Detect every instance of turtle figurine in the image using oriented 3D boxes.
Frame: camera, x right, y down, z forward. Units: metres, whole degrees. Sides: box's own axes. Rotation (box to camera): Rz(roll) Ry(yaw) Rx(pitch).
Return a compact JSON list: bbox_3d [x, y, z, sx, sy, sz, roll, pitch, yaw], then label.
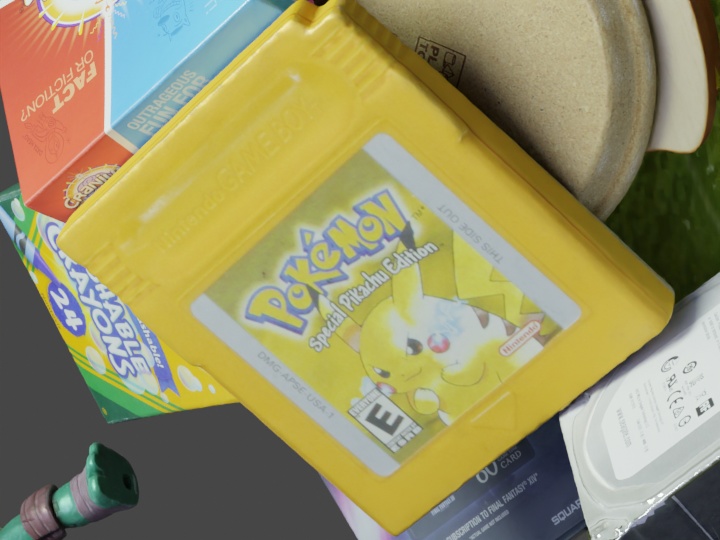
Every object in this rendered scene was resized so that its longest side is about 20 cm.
[{"bbox_3d":[-0.201,0.162,1.438,0.200,0.101,0.150,-19,100,18],"label":"turtle figurine"}]

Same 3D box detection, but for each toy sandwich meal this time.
[{"bbox_3d":[0.052,-0.095,1.200,0.205,0.070,0.205,10,112,27],"label":"toy sandwich meal"}]

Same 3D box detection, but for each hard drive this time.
[{"bbox_3d":[0.170,0.032,1.128,0.200,0.140,0.038,-37,110,13],"label":"hard drive"}]

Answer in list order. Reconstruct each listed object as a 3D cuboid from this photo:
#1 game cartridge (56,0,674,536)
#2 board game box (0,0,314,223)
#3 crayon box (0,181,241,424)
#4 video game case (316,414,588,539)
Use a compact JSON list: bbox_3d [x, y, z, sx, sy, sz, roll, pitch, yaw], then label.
[{"bbox_3d":[0.000,0.000,1.183,0.200,0.032,0.176,40,122,-13],"label":"game cartridge"},{"bbox_3d":[-0.101,-0.140,1.240,0.153,0.040,0.200,-40,48,29],"label":"board game box"},{"bbox_3d":[-0.084,-0.002,1.305,0.200,0.052,0.126,-14,105,58],"label":"crayon box"},{"bbox_3d":[0.028,0.053,1.323,0.143,0.019,0.200,-39,75,30],"label":"video game case"}]
